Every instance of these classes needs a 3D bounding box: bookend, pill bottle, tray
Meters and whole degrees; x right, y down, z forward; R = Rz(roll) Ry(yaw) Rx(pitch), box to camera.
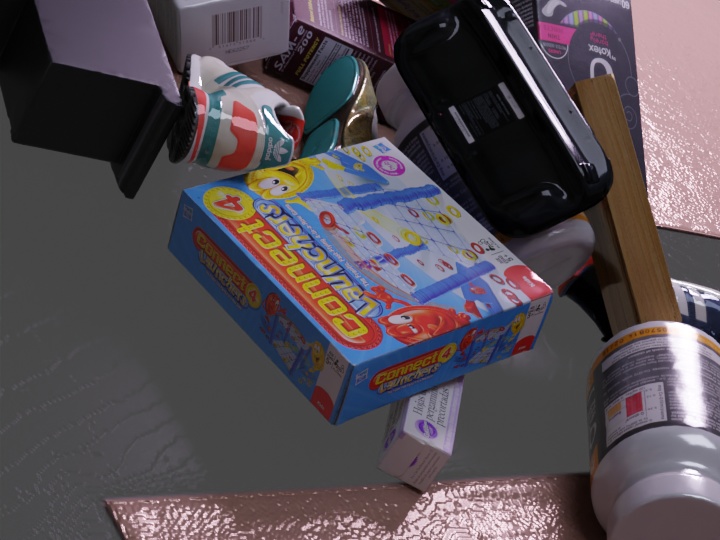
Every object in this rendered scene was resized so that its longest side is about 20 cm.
[{"bbox_3d":[-0.252,-0.167,1.254,0.198,0.092,0.200,10,40,-33],"label":"bookend"},{"bbox_3d":[0.095,-0.078,1.389,0.116,0.116,0.201,-3,60,-46],"label":"pill bottle"},{"bbox_3d":[0.201,-0.046,1.386,0.037,0.099,0.201,-13,82,-6],"label":"tray"},{"bbox_3d":[0.222,0.135,1.261,0.116,0.117,0.200,27,31,-11],"label":"pill bottle"}]

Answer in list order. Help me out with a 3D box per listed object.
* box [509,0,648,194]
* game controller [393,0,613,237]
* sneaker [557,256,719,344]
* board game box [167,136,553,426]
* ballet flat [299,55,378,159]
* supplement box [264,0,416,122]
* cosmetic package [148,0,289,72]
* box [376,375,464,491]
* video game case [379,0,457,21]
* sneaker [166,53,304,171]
[{"bbox_3d":[0.168,-0.143,1.524,0.122,0.106,0.201,7,73,-37],"label":"box"},{"bbox_3d":[0.106,-0.121,1.323,0.201,0.104,0.042,61,-1,21],"label":"game controller"},{"bbox_3d":[0.250,0.045,1.467,0.199,0.075,0.085,29,37,2],"label":"sneaker"},{"bbox_3d":[0.000,0.000,1.237,0.195,0.056,0.200,-18,50,-39],"label":"board game box"},{"bbox_3d":[-0.013,-0.107,1.436,0.070,0.071,0.200,27,31,-12],"label":"ballet flat"},{"bbox_3d":[0.011,-0.192,1.571,0.199,0.061,0.109,23,32,-20],"label":"supplement box"},{"bbox_3d":[-0.139,-0.263,1.486,0.101,0.074,0.200,-13,48,-17],"label":"cosmetic package"},{"bbox_3d":[0.050,0.078,1.251,0.039,0.042,0.200,28,32,-7],"label":"box"},{"bbox_3d":[0.120,-0.251,1.614,0.181,0.023,0.200,-1,-7,20],"label":"video game case"},{"bbox_3d":[-0.092,-0.111,1.303,0.093,0.071,0.200,14,13,-10],"label":"sneaker"}]
